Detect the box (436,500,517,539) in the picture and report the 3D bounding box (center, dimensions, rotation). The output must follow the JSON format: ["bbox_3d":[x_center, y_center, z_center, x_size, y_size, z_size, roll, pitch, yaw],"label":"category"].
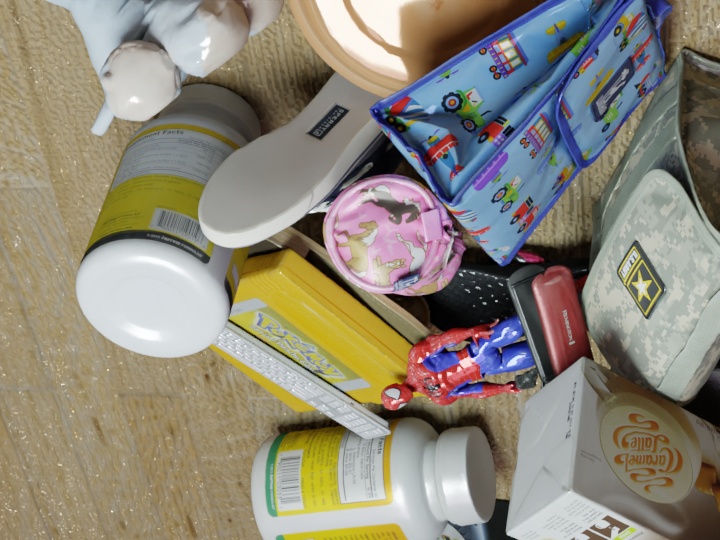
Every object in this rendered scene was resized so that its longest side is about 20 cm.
[{"bbox_3d":[0.097,0.297,1.571,0.198,0.165,0.087,8,135,6],"label":"box"}]

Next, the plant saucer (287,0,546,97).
[{"bbox_3d":[0.044,-0.201,1.156,0.198,0.032,0.202,4,122,7],"label":"plant saucer"}]

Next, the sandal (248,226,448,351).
[{"bbox_3d":[0.002,-0.001,1.365,0.211,0.070,0.078,33,156,-12],"label":"sandal"}]

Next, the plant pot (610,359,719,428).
[{"bbox_3d":[0.287,0.108,1.332,0.198,0.200,0.179,5,125,8],"label":"plant pot"}]

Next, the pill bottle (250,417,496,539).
[{"bbox_3d":[0.014,0.190,1.521,0.198,0.113,0.113,-9,131,21],"label":"pill bottle"}]

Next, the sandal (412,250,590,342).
[{"bbox_3d":[0.133,0.015,1.363,0.198,0.045,0.076,-3,125,27],"label":"sandal"}]

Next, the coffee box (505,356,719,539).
[{"bbox_3d":[0.207,0.161,1.178,0.199,0.115,0.080,28,139,-16],"label":"coffee box"}]

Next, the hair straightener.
[{"bbox_3d":[0.151,0.088,1.262,0.077,0.041,0.201,9,124,63],"label":"hair straightener"}]

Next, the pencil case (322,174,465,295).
[{"bbox_3d":[0.028,-0.022,1.237,0.086,0.200,0.083,42,93,6],"label":"pencil case"}]

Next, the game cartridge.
[{"bbox_3d":[-0.053,0.055,1.409,0.176,0.033,0.199,39,154,-24],"label":"game cartridge"}]

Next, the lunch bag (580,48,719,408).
[{"bbox_3d":[0.230,-0.022,1.200,0.117,0.201,0.165,17,136,-5],"label":"lunch bag"}]

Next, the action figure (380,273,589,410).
[{"bbox_3d":[0.103,0.062,1.313,0.199,0.052,0.066,-24,116,19],"label":"action figure"}]

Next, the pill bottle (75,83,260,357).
[{"bbox_3d":[-0.131,-0.043,1.260,0.111,0.201,0.113,7,135,7],"label":"pill bottle"}]

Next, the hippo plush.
[{"bbox_3d":[-0.155,-0.204,1.178,0.161,0.159,0.200,54,169,-12],"label":"hippo plush"}]

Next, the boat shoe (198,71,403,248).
[{"bbox_3d":[-0.034,-0.063,1.235,0.074,0.200,0.093,34,150,27],"label":"boat shoe"}]

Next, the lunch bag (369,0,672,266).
[{"bbox_3d":[0.126,-0.117,1.154,0.200,0.094,0.151,-41,156,4],"label":"lunch bag"}]

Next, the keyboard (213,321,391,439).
[{"bbox_3d":[-0.065,0.087,1.438,0.199,0.011,0.056,33,154,-13],"label":"keyboard"}]
